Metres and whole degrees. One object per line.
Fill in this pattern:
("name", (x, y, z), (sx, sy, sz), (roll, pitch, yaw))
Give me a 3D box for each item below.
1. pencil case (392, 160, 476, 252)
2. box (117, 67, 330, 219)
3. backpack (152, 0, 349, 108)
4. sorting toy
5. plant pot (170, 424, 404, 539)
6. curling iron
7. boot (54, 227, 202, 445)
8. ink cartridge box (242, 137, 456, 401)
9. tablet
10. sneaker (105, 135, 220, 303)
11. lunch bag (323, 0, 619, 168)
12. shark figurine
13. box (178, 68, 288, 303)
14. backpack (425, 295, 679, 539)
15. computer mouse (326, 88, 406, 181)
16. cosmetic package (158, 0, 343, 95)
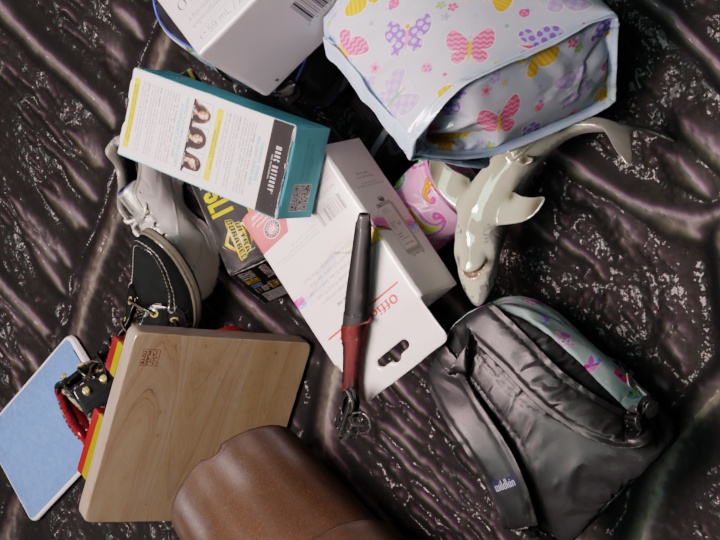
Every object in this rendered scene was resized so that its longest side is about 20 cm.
("pencil case", (0.024, -0.028, 1.414), (0.200, 0.087, 0.088), (-38, 72, 33))
("box", (-0.123, -0.113, 1.338), (0.199, 0.049, 0.083), (23, 107, 34))
("backpack", (-0.082, -0.257, 1.425), (0.199, 0.147, 0.184), (26, 95, 26))
("sorting toy", (-0.172, 0.143, 1.513), (0.070, 0.198, 0.201), (37, 115, 50))
("plant pot", (-0.068, 0.267, 1.449), (0.198, 0.200, 0.201), (47, 118, 33))
("curling iron", (0.000, 0.050, 1.293), (0.050, 0.025, 0.202), (-150, 62, -64))
("boot", (-0.233, 0.071, 1.522), (0.073, 0.154, 0.204), (31, 143, 30))
("ink cartridge box", (0.000, 0.000, 1.342), (0.116, 0.067, 0.201), (-39, 78, 33))
("tablet", (-0.351, 0.182, 1.747), (0.200, 0.014, 0.130), (-45, 68, 31))
("sneaker", (-0.211, -0.053, 1.581), (0.074, 0.087, 0.201), (-31, 77, 32))
("lunch bag", (0.086, -0.180, 1.261), (0.170, 0.199, 0.128), (53, 159, 37))
("shark figurine", (0.151, -0.083, 1.316), (0.214, 0.089, 0.128), (-42, 67, 19))
("box", (-0.127, -0.077, 1.474), (0.049, 0.160, 0.201), (-25, 76, 4))
("backpack", (0.152, 0.116, 1.300), (0.200, 0.126, 0.167), (46, 104, 13))
("computer mouse", (0.024, -0.132, 1.421), (0.200, 0.053, 0.139), (-52, 45, 21))
("cosmetic package", (-0.089, -0.297, 1.283), (0.199, 0.123, 0.200), (-43, 65, 12))
